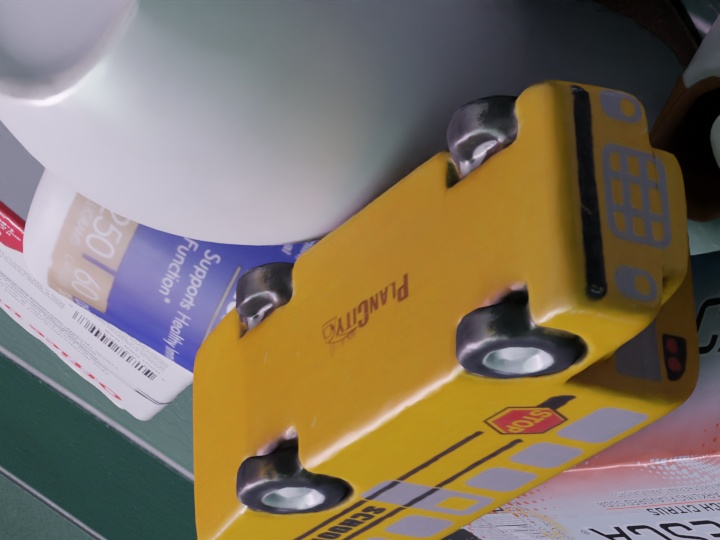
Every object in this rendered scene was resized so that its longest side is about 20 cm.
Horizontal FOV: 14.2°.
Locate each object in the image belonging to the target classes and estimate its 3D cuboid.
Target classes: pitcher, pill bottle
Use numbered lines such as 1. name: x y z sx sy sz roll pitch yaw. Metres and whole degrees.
1. pitcher: -0.027 -0.070 0.819 0.200 0.122 0.171 15 -172 -45
2. pill bottle: 0.000 0.000 0.951 0.200 0.116 0.116 30 159 5

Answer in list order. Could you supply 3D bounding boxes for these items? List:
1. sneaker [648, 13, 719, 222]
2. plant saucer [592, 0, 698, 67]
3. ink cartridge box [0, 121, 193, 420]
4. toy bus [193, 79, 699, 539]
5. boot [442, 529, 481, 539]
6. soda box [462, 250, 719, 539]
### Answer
1. sneaker: 0.139 -0.037 0.685 0.073 0.085 0.200 46 159 -17
2. plant saucer: 0.023 -0.075 0.964 0.200 0.035 0.200 27 154 14
3. ink cartridge box: -0.112 -0.018 1.242 0.144 0.084 0.200 40 166 -3
4. toy bus: 0.022 0.022 0.759 0.078 0.065 0.200 13 151 -29
5. boot: 0.053 0.041 1.040 0.200 0.068 0.131 -19 127 35
6. soda box: 0.099 0.039 0.792 0.064 0.069 0.200 33 156 -28
